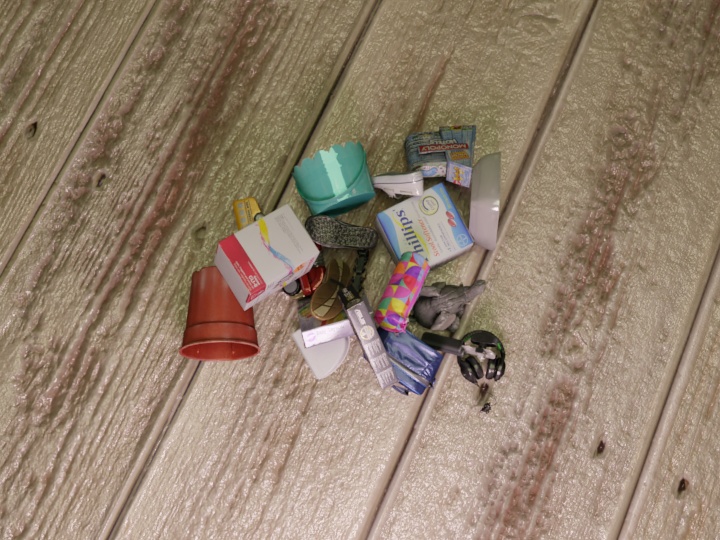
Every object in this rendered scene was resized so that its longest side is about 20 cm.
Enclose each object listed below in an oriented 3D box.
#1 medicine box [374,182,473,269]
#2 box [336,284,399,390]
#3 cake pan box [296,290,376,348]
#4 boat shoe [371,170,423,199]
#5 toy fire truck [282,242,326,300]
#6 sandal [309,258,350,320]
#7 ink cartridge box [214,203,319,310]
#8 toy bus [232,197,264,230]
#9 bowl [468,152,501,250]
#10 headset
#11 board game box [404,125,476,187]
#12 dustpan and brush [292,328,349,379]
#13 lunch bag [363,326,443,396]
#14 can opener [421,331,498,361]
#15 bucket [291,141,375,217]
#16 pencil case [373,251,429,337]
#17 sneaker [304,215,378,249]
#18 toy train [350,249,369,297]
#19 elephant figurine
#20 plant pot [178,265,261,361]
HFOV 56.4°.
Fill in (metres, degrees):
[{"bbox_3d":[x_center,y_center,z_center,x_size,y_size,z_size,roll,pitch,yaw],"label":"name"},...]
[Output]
[{"bbox_3d":[0.162,-0.095,1.747,0.197,0.103,0.185,-26,80,-7],"label":"medicine box"},{"bbox_3d":[0.014,0.145,1.499,0.048,0.161,0.203,-24,104,-2],"label":"box"},{"bbox_3d":[-0.063,0.109,1.666,0.180,0.200,0.053,-13,111,-3],"label":"cake pan box"},{"bbox_3d":[0.087,-0.218,1.742,0.073,0.199,0.068,-18,104,-30],"label":"boat shoe"},{"bbox_3d":[-0.110,-0.031,1.733,0.196,0.129,0.179,-17,80,6],"label":"toy fire truck"},{"bbox_3d":[-0.075,0.053,1.642,0.079,0.054,0.202,29,42,-10],"label":"sandal"},{"bbox_3d":[-0.221,-0.032,1.580,0.198,0.145,0.146,-32,83,-23],"label":"ink cartridge box"},{"bbox_3d":[-0.274,-0.086,1.756,0.077,0.065,0.204,-13,79,-3],"label":"toy bus"},{"bbox_3d":[0.315,-0.175,1.705,0.073,0.202,0.203,4,55,8],"label":"bowl"},{"bbox_3d":[0.310,0.256,1.709,0.121,0.094,0.204,-5,64,2],"label":"headset"},{"bbox_3d":[0.221,-0.298,1.758,0.196,0.062,0.202,-3,43,-2],"label":"board game box"},{"bbox_3d":[-0.057,0.170,1.723,0.198,0.057,0.141,-32,82,0],"label":"dustpan and brush"},{"bbox_3d":[0.106,0.226,1.665,0.198,0.136,0.133,34,84,7],"label":"lunch bag"},{"bbox_3d":[0.250,0.183,1.683,0.197,0.053,0.067,6,64,29],"label":"can opener"},{"bbox_3d":[-0.064,-0.225,1.724,0.204,0.207,0.137,-22,84,-5],"label":"bucket"},{"bbox_3d":[0.102,0.054,1.600,0.087,0.089,0.202,22,63,3],"label":"pencil case"},{"bbox_3d":[-0.048,-0.088,1.709,0.196,0.083,0.073,14,90,-8],"label":"sneaker"},{"bbox_3d":[0.000,0.000,1.712,0.033,0.046,0.202,1,43,9],"label":"toy train"},{"bbox_3d":[0.205,0.078,1.664,0.140,0.200,0.157,29,80,5],"label":"elephant figurine"},{"bbox_3d":[-0.345,0.105,1.663,0.196,0.201,0.199,-3,70,-2],"label":"plant pot"}]
